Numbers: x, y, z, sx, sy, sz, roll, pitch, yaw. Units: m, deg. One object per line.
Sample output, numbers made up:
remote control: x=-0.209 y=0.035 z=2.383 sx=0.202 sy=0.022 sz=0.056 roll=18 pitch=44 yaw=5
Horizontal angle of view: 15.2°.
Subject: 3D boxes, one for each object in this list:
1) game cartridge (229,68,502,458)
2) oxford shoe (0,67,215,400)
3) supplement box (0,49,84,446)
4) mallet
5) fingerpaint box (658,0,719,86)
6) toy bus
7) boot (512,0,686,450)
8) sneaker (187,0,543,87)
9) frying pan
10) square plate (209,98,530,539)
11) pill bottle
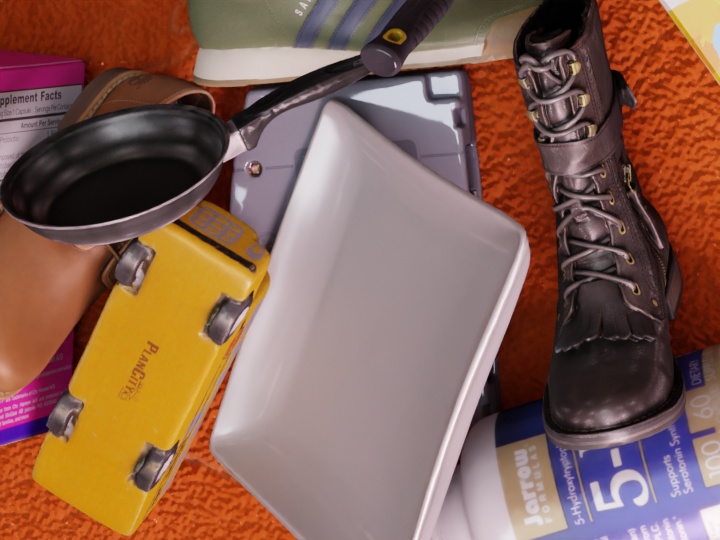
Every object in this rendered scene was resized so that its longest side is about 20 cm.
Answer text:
game cartridge: x=0.000 y=0.000 z=1.397 sx=0.133 sy=0.040 sz=0.200 roll=-4 pitch=97 yaw=13
oxford shoe: x=-0.138 y=-0.022 z=1.359 sx=0.071 sy=0.071 sz=0.200 roll=6 pitch=59 yaw=42
supplement box: x=-0.214 y=-0.015 z=1.415 sx=0.101 sy=0.103 sz=0.200 roll=7 pitch=99 yaw=26
mallet: x=0.054 y=-0.138 z=1.282 sx=0.066 sy=0.200 sz=0.041 roll=22 pitch=127 yaw=3
fingerpaint box: x=0.214 y=-0.206 z=1.284 sx=0.200 sy=0.073 sz=0.167 roll=-37 pitch=86 yaw=18
toy bus: x=-0.103 y=0.046 z=1.375 sx=0.065 sy=0.078 sz=0.200 roll=32 pitch=126 yaw=6
boot: x=0.102 y=-0.030 z=1.266 sx=0.069 sy=0.200 sz=0.174 roll=-10 pitch=119 yaw=14
sneaker: x=0.004 y=-0.145 z=1.355 sx=0.200 sy=0.067 sz=0.090 roll=-4 pitch=100 yaw=18
frying pan: x=-0.089 y=-0.064 z=1.322 sx=0.115 sy=0.190 sz=0.031 roll=22 pitch=136 yaw=46
square plate: x=0.006 y=0.040 z=1.316 sx=0.198 sy=0.028 sz=0.200 roll=38 pitch=113 yaw=54
pill bottle: x=0.114 y=0.117 z=1.329 sx=0.200 sy=0.120 sz=0.120 roll=-19 pitch=93 yaw=13
